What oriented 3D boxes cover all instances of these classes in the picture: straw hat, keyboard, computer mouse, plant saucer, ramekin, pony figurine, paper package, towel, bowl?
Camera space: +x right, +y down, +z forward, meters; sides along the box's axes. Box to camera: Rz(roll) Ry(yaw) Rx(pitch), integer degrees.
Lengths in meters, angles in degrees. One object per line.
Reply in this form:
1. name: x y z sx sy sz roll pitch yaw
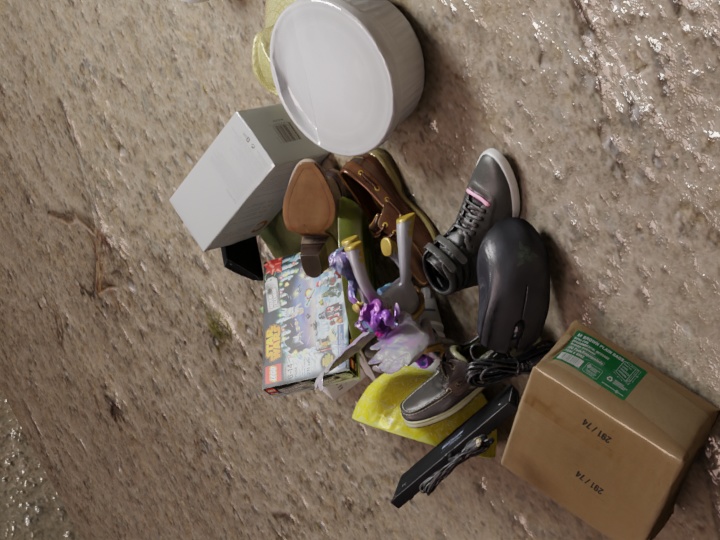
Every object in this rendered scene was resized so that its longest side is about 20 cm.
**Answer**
1. straw hat: -0.097 -0.280 1.741 0.200 0.085 0.203 35 139 37
2. keyboard: -0.204 -0.068 1.958 0.021 0.127 0.201 -43 36 21
3. computer mouse: 0.189 0.039 1.549 0.053 0.137 0.203 -147 50 -65
4. plant saucer: 0.000 0.000 1.766 0.200 0.031 0.203 -5 -90 -83
5. ramekin: -0.010 -0.250 1.612 0.201 0.094 0.204 24 130 32
6. pony figurine: 0.030 0.054 1.634 0.166 0.192 0.202 -8 105 48
7. keyboard: 0.113 0.219 1.576 0.021 0.127 0.200 45 109 -3
8. paper package: 0.283 0.191 1.504 0.199 0.103 0.192 32 137 21
9. towel: -0.109 -0.079 1.952 0.201 0.036 0.149 54 146 15
10. bowl: 0.096 0.172 1.751 0.199 0.199 0.109 12 86 50

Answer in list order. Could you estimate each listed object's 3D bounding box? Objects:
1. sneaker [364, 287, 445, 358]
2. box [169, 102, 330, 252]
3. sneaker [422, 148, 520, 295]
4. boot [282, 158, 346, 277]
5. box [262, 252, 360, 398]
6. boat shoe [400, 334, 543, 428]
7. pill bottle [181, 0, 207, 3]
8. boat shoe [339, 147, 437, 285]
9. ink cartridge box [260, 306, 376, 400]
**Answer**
1. sneaker: 0.066 0.079 1.813 0.200 0.074 0.083 149 126 -62
2. box: -0.157 -0.133 1.848 0.098 0.124 0.200 54 128 13
3. sneaker: 0.129 -0.048 1.581 0.071 0.099 0.202 40 140 33
4. boot: -0.053 -0.094 1.768 0.069 0.147 0.202 8 127 9
5. box: -0.070 0.068 1.839 0.135 0.040 0.202 -15 59 22
6. boat shoe: 0.128 0.119 1.623 0.066 0.199 0.072 56 -175 -27
7. pill bottle: -0.212 -0.459 1.746 0.115 0.114 0.201 50 146 18
8. boat shoe: 0.039 -0.063 1.724 0.201 0.067 0.072 59 147 5
9. ink cartridge box: -0.062 0.111 1.935 0.200 0.067 0.118 31 152 59
